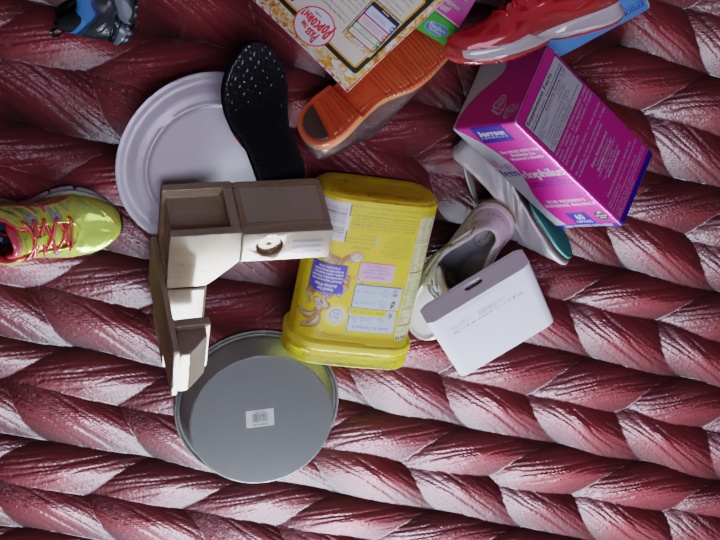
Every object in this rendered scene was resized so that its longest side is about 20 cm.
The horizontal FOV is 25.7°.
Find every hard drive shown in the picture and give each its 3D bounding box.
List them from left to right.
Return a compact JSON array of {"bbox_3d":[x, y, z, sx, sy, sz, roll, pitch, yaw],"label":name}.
[{"bbox_3d":[0.148,0.052,1.802,0.131,0.026,0.200,-31,156,2],"label":"hard drive"}]

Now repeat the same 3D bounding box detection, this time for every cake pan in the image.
[{"bbox_3d":[-0.119,0.167,1.854,0.197,0.037,0.203,-5,117,-11],"label":"cake pan"}]

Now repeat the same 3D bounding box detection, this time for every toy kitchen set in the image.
[{"bbox_3d":[-0.126,0.033,1.683,0.178,0.164,0.201,-4,138,-15],"label":"toy kitchen set"}]

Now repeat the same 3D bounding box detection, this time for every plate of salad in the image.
[{"bbox_3d":[-0.170,-0.122,1.692,0.198,0.048,0.202,-13,123,-20],"label":"plate of salad"}]

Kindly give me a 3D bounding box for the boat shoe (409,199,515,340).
[{"bbox_3d":[0.103,0.009,1.787,0.070,0.069,0.201,32,122,2],"label":"boat shoe"}]

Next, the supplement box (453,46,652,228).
[{"bbox_3d":[0.211,-0.141,1.713,0.200,0.101,0.104,40,66,-31],"label":"supplement box"}]

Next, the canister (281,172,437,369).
[{"bbox_3d":[0.000,0.000,1.773,0.146,0.087,0.202,6,113,-16],"label":"canister"}]

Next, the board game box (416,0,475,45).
[{"bbox_3d":[0.074,-0.349,1.591,0.152,0.040,0.201,29,123,-6],"label":"board game box"}]

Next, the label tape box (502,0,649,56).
[{"bbox_3d":[0.205,-0.339,1.666,0.142,0.066,0.201,-27,121,3],"label":"label tape box"}]

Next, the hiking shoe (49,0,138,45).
[{"bbox_3d":[-0.259,-0.320,1.557,0.085,0.075,0.202,2,115,-15],"label":"hiking shoe"}]

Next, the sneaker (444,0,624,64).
[{"bbox_3d":[0.170,-0.289,1.616,0.198,0.078,0.117,-20,112,-15],"label":"sneaker"}]

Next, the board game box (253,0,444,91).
[{"bbox_3d":[0.003,-0.300,1.585,0.151,0.046,0.200,43,121,-15],"label":"board game box"}]

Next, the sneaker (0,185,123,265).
[{"bbox_3d":[-0.349,-0.037,1.667,0.197,0.090,0.079,-3,115,-13],"label":"sneaker"}]

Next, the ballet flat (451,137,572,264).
[{"bbox_3d":[0.169,-0.080,1.793,0.069,0.070,0.201,-34,114,5],"label":"ballet flat"}]

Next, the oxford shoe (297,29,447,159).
[{"bbox_3d":[0.018,-0.194,1.703,0.199,0.072,0.073,-35,161,-6],"label":"oxford shoe"}]

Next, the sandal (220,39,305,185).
[{"bbox_3d":[-0.108,-0.158,1.652,0.075,0.045,0.201,-29,138,-14],"label":"sandal"}]
